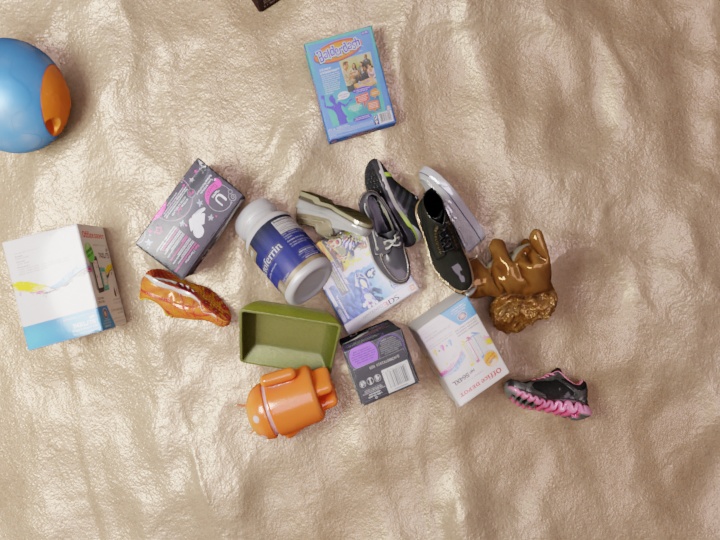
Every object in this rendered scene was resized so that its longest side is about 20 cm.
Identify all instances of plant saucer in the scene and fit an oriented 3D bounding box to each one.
[{"bbox_3d":[-0.142,0.128,1.215,0.193,0.202,0.049,9,52,-5],"label":"plant saucer"}]

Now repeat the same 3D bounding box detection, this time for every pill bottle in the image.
[{"bbox_3d":[-0.155,-0.041,1.200,0.116,0.116,0.200,-43,69,-2],"label":"pill bottle"}]

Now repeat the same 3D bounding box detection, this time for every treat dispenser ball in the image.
[{"bbox_3d":[-0.650,-0.325,1.137,0.194,0.201,0.208,0,91,-5],"label":"treat dispenser ball"}]

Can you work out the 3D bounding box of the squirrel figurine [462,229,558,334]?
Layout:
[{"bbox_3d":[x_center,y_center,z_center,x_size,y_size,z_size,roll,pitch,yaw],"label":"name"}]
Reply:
[{"bbox_3d":[0.298,0.035,1.257,0.181,0.142,0.206,-18,90,2],"label":"squirrel figurine"}]

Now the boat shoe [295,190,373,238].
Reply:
[{"bbox_3d":[-0.054,-0.098,1.219,0.074,0.198,0.070,4,108,-48],"label":"boat shoe"}]

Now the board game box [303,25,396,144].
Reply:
[{"bbox_3d":[-0.022,-0.384,1.266,0.147,0.045,0.206,-15,92,-4],"label":"board game box"}]

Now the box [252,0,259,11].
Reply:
[{"bbox_3d":[-0.181,-0.648,1.172,0.164,0.200,0.167,-33,94,-3],"label":"box"}]

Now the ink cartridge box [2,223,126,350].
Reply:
[{"bbox_3d":[-0.566,0.028,1.177,0.142,0.147,0.206,-14,93,-4],"label":"ink cartridge box"}]

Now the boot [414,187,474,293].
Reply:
[{"bbox_3d":[0.161,-0.055,1.173,0.076,0.138,0.203,-30,84,-1],"label":"boot"}]

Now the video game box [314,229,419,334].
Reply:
[{"bbox_3d":[0.000,0.000,1.274,0.179,0.047,0.203,-31,93,-6],"label":"video game box"}]

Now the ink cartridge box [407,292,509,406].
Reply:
[{"bbox_3d":[0.205,0.169,1.253,0.127,0.125,0.203,-32,93,-4],"label":"ink cartridge box"}]

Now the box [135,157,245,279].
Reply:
[{"bbox_3d":[-0.327,-0.099,1.202,0.114,0.132,0.202,37,88,-8],"label":"box"}]

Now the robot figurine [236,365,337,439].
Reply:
[{"bbox_3d":[-0.145,0.268,1.231,0.195,0.144,0.120,-20,72,-3],"label":"robot figurine"}]

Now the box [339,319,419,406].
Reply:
[{"bbox_3d":[0.031,0.175,1.201,0.119,0.200,0.109,-20,93,-4],"label":"box"}]

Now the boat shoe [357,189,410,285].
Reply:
[{"bbox_3d":[0.049,-0.065,1.224,0.071,0.063,0.205,-23,92,-7],"label":"boat shoe"}]

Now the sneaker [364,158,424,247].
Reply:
[{"bbox_3d":[0.079,-0.146,1.279,0.082,0.071,0.204,-29,94,-28],"label":"sneaker"}]

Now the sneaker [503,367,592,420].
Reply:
[{"bbox_3d":[0.402,0.254,1.307,0.194,0.079,0.098,15,68,-5],"label":"sneaker"}]

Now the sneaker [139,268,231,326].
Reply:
[{"bbox_3d":[-0.355,0.067,1.244,0.196,0.073,0.079,26,111,-1],"label":"sneaker"}]

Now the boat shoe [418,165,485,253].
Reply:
[{"bbox_3d":[0.180,-0.125,1.272,0.065,0.074,0.201,-41,93,-7],"label":"boat shoe"}]
